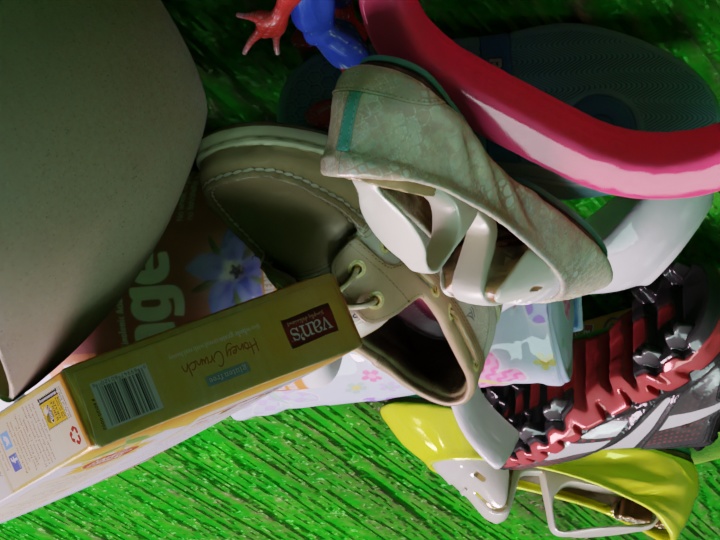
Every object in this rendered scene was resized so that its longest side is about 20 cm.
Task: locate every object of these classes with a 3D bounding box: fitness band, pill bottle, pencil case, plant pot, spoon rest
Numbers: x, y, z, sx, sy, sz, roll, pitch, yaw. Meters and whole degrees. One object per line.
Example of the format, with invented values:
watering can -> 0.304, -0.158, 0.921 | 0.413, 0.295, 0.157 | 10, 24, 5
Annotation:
fitness band -> 0.095, -0.105, 0.935 | 0.199, 0.038, 0.144 | 27, 130, -14
pill bottle -> -0.113, 0.010, 1.142 | 0.199, 0.113, 0.112 | -5, 153, 8
pencil case -> 0.016, 0.030, 1.219 | 0.199, 0.084, 0.091 | -7, 158, 13
plant pot -> -0.142, -0.065, 0.947 | 0.134, 0.201, 0.201 | -33, 158, -16
spoon rest -> 0.104, 0.004, 1.113 | 0.061, 0.099, 0.200 | 36, 113, 1

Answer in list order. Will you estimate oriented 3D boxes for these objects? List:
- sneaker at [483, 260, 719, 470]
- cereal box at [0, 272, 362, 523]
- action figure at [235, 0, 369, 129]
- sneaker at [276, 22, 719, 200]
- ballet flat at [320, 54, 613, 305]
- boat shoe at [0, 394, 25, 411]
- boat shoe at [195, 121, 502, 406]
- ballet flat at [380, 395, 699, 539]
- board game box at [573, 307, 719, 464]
sneaker -> 0.147, 0.068, 1.254 | 0.098, 0.071, 0.200 | 29, 138, -28
cereal box -> -0.109, 0.065, 1.000 | 0.143, 0.040, 0.200 | -21, 174, -39
action figure -> -0.026, -0.126, 0.929 | 0.051, 0.066, 0.200 | -6, 154, 3
sneaker -> 0.066, -0.051, 1.071 | 0.199, 0.080, 0.131 | 3, 154, 7
ballet flat -> 0.041, -0.019, 0.978 | 0.067, 0.063, 0.200 | 4, 157, 39
boat shoe -> -0.223, 0.026, 1.233 | 0.065, 0.074, 0.200 | -4, 147, 27
boat shoe -> 0.000, 0.000, 1.022 | 0.074, 0.067, 0.200 | -16, 146, 36
ballet flat -> 0.106, 0.123, 1.386 | 0.199, 0.067, 0.067 | 12, 161, -3
board game box -> 0.182, 0.066, 1.353 | 0.095, 0.030, 0.200 | -17, 151, 29
